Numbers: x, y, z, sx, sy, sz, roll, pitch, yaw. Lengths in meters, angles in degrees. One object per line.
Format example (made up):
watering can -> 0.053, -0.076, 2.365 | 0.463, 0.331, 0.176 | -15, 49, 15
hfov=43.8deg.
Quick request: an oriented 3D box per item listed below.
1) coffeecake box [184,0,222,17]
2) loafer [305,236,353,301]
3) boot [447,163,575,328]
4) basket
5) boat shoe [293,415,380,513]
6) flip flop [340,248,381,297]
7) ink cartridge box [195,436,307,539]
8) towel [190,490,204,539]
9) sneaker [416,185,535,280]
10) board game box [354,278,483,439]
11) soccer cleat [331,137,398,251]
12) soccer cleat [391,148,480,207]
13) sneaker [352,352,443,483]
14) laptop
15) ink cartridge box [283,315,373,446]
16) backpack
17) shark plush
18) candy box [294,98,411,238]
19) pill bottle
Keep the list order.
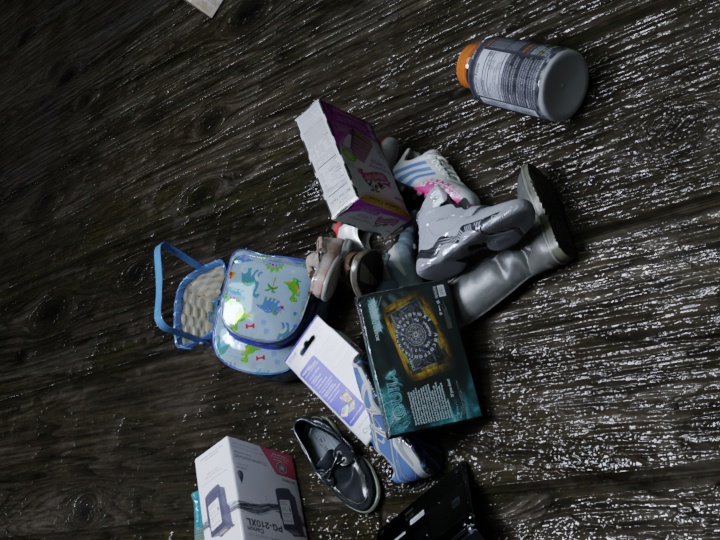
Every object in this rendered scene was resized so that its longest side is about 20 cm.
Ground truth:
coffeecake box -> -0.366, -0.741, 2.203 | 0.200, 0.073, 0.153 | -56, 41, 6
loafer -> -0.059, -0.007, 1.398 | 0.200, 0.063, 0.072 | -61, -13, -69
boot -> 0.196, -0.035, 1.283 | 0.200, 0.072, 0.183 | -36, 45, 35
basket -> -0.289, 0.055, 1.606 | 0.139, 0.200, 0.177 | -30, 51, 31
boat shoe -> -0.042, 0.283, 1.341 | 0.075, 0.066, 0.200 | -50, 43, 12
flip flop -> 0.000, 0.000, 1.371 | 0.057, 0.200, 0.082 | 8, 98, 5
ink cartridge box -> -0.162, 0.371, 1.355 | 0.084, 0.145, 0.201 | -37, 47, 25
towel -> -0.225, 0.435, 1.478 | 0.146, 0.022, 0.201 | -33, 49, 29
sneaker -> 0.148, -0.075, 1.241 | 0.200, 0.075, 0.115 | -33, 53, 38
board game box -> 0.078, 0.120, 1.234 | 0.028, 0.135, 0.201 | 108, 150, -71
soccer cleat -> 0.025, -0.124, 1.497 | 0.085, 0.069, 0.201 | 30, 94, 40
soccer cleat -> 0.120, -0.146, 1.405 | 0.200, 0.070, 0.087 | 25, 88, 49
sneaker -> 0.035, 0.209, 1.266 | 0.077, 0.076, 0.201 | -41, 67, 34
laptop -> 0.116, 0.388, 1.172 | 0.177, 0.103, 0.200 | -44, 19, 19
ink cartridge box -> -0.023, 0.165, 1.365 | 0.200, 0.037, 0.095 | 41, 101, 27
backpack -> -0.152, 0.074, 1.471 | 0.182, 0.147, 0.201 | 11, 81, 9
shark plush -> 0.081, 0.003, 1.396 | 0.083, 0.091, 0.201 | -5, 48, 16
candy box -> -0.012, -0.159, 1.406 | 0.061, 0.136, 0.201 | -36, 60, 28
pill bottle -> 0.233, -0.292, 1.343 | 0.200, 0.106, 0.107 | 30, 91, 49
